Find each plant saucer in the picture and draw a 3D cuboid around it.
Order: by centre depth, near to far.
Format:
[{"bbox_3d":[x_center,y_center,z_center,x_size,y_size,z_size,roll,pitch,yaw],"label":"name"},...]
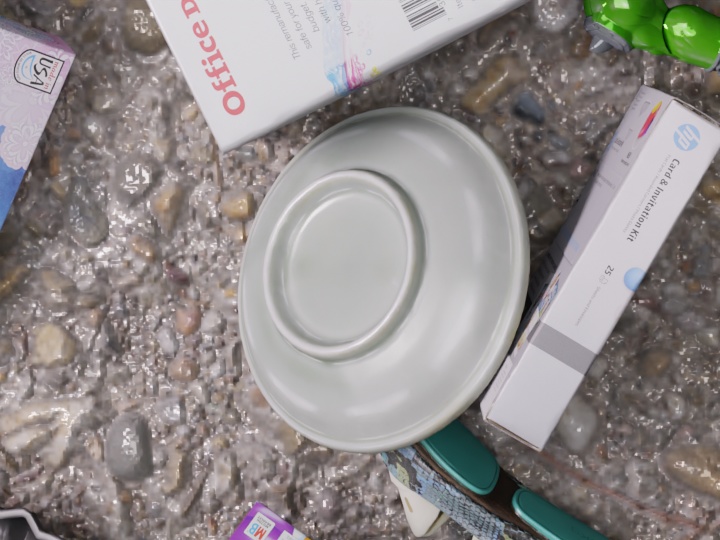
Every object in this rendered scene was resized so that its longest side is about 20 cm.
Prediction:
[{"bbox_3d":[0.000,0.000,1.520,0.199,0.050,0.202,-11,71,34],"label":"plant saucer"}]

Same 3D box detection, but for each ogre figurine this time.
[{"bbox_3d":[0.173,-0.198,1.527,0.119,0.098,0.202,-11,110,-13],"label":"ogre figurine"}]

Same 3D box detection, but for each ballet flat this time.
[{"bbox_3d":[0.067,0.143,1.574,0.200,0.074,0.074,39,96,3],"label":"ballet flat"}]

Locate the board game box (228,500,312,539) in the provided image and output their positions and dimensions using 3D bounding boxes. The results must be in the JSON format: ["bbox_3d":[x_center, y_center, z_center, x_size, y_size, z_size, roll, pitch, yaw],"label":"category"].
[{"bbox_3d":[-0.072,0.250,1.533,0.105,0.103,0.201,33,78,14],"label":"board game box"}]

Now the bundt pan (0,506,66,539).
[{"bbox_3d":[-0.233,0.225,1.591,0.200,0.076,0.204,0,94,4],"label":"bundt pan"}]

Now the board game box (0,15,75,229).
[{"bbox_3d":[-0.291,-0.070,1.535,0.198,0.043,0.201,18,102,-29],"label":"board game box"}]

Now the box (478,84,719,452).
[{"bbox_3d":[0.131,-0.006,1.510,0.041,0.156,0.201,29,95,-3],"label":"box"}]

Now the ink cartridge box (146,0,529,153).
[{"bbox_3d":[-0.018,-0.174,1.511,0.199,0.145,0.146,-26,94,4],"label":"ink cartridge box"}]
